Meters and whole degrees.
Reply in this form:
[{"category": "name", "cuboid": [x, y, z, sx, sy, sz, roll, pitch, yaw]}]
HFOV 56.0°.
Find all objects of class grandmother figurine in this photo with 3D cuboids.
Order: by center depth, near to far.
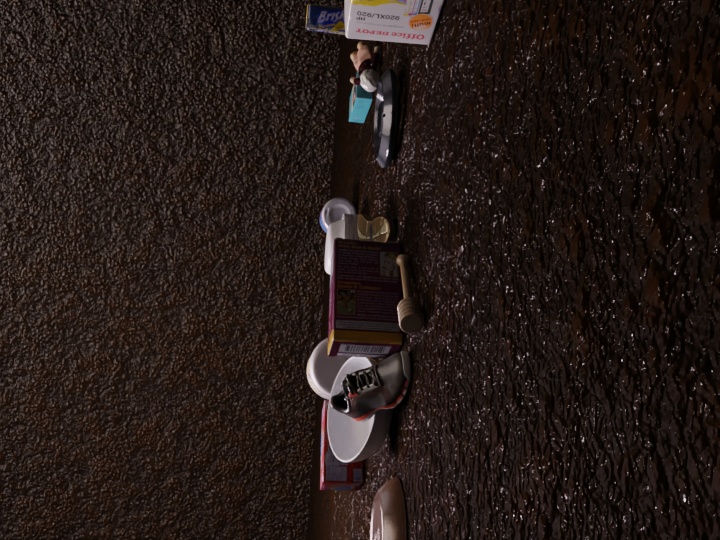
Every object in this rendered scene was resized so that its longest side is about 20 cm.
[{"category": "grandmother figurine", "cuboid": [0.018, -0.538, 1.793, 0.122, 0.060, 0.201, -58, 27, 35]}]

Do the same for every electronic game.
[{"category": "electronic game", "cuboid": [0.056, -0.316, 1.418, 0.200, 0.041, 0.202, -178, 90, -84]}]

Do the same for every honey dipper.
[{"category": "honey dipper", "cuboid": [0.073, 0.029, 1.103, 0.201, 0.038, 0.038, -95, 10, -59]}]

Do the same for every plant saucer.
[{"category": "plant saucer", "cuboid": [0.043, 0.452, 1.140, 0.200, 0.036, 0.203, -177, 90, -84]}]

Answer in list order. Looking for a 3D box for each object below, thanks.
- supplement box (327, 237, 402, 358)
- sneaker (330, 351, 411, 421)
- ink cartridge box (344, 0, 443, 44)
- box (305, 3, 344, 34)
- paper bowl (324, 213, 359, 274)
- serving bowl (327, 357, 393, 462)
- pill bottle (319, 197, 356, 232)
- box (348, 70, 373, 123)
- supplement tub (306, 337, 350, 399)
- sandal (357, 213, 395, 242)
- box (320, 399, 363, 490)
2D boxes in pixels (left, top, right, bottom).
[{"category": "supplement box", "cuboid": [0.007, 0.053, 1.258, 0.103, 0.130, 0.202, 107, 166, -65]}, {"category": "sneaker", "cuboid": [0.013, 0.200, 1.151, 0.200, 0.081, 0.078, -50, 34, 40]}, {"category": "ink cartridge box", "cuboid": [0.057, -0.471, 1.032, 0.200, 0.146, 0.146, 109, 163, -67]}, {"category": "box", "cuboid": [-0.051, -0.686, 1.865, 0.070, 0.198, 0.065, -109, 24, -75]}, {"category": "paper bowl", "cuboid": [-0.045, -0.059, 1.900, 0.201, 0.103, 0.203, -176, 90, -85]}, {"category": "serving bowl", "cuboid": [0.008, 0.266, 1.293, 0.200, 0.065, 0.202, -40, 42, 50]}, {"category": "pill bottle", "cuboid": [-0.076, -0.170, 2.187, 0.200, 0.111, 0.113, 170, 103, -83]}, {"category": "box", "cuboid": [0.001, -0.502, 1.971, 0.200, 0.049, 0.083, 133, 140, -80]}, {"category": "supplement tub", "cuboid": [-0.058, 0.242, 1.656, 0.200, 0.143, 0.146, 118, 155, -75]}, {"category": "sandal", "cuboid": [0.039, -0.081, 1.427, 0.200, 0.054, 0.081, -174, 82, -69]}, {"category": "box", "cuboid": [-0.046, 0.426, 1.650, 0.096, 0.099, 0.202, 106, 166, -60]}]
